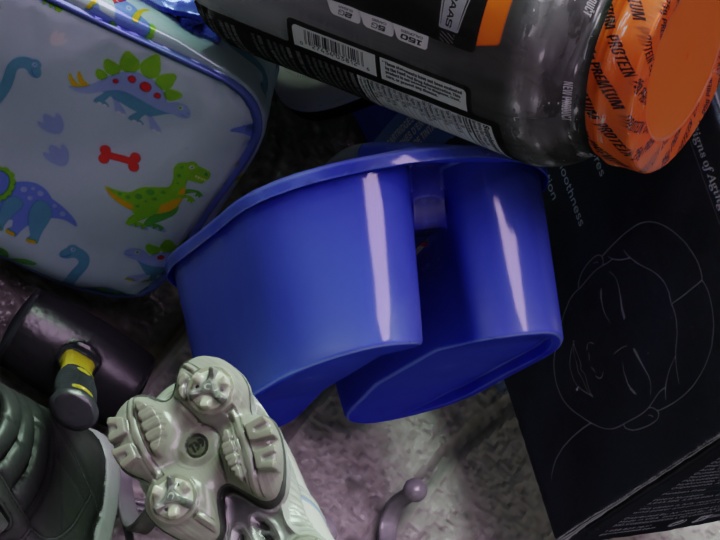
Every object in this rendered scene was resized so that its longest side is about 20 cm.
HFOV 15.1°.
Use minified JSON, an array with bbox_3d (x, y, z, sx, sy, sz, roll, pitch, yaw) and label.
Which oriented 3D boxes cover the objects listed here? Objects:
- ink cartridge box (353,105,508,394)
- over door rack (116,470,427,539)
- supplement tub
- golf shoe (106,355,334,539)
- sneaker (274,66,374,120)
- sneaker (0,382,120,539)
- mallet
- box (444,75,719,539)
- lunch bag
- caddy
[{"bbox_3d":[0.089,-0.057,1.338,0.136,0.076,0.200,-18,76,-34],"label":"ink cartridge box"},{"bbox_3d":[-0.024,0.148,1.141,0.147,0.067,0.200,14,37,-21],"label":"over door rack"},{"bbox_3d":[0.042,-0.117,1.077,0.200,0.123,0.123,23,49,23],"label":"supplement tub"},{"bbox_3d":[-0.027,0.131,1.053,0.078,0.097,0.200,-24,66,5],"label":"golf shoe"},{"bbox_3d":[0.059,-0.099,1.250,0.200,0.112,0.073,-34,41,-15],"label":"sneaker"},{"bbox_3d":[-0.150,0.133,1.090,0.099,0.071,0.200,41,38,-44],"label":"sneaker"},{"bbox_3d":[-0.126,0.039,1.115,0.066,0.200,0.041,31,91,0],"label":"mallet"},{"bbox_3d":[0.152,-0.011,1.181,0.124,0.197,0.200,-6,69,-31],"label":"box"},{"bbox_3d":[-0.142,-0.085,1.172,0.200,0.161,0.083,23,42,-14],"label":"lunch bag"},{"bbox_3d":[0.000,0.000,1.156,0.141,0.200,0.105,-3,75,-27],"label":"caddy"}]
